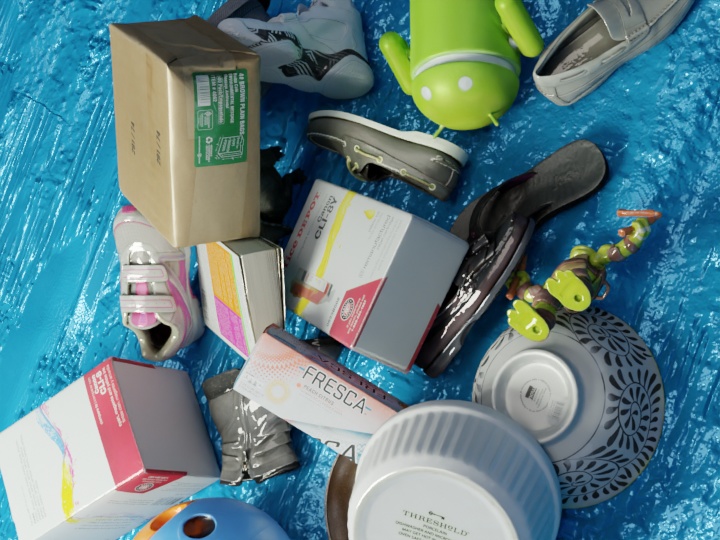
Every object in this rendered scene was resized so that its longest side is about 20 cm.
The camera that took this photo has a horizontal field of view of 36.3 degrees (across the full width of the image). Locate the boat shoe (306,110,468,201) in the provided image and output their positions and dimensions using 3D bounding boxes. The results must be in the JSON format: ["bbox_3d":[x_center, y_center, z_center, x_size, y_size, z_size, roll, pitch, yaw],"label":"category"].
[{"bbox_3d":[0.019,-0.128,1.212,0.200,0.072,0.061,18,84,28],"label":"boat shoe"}]

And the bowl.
[{"bbox_3d":[0.181,0.125,1.052,0.199,0.094,0.203,-7,77,29],"label":"bowl"}]

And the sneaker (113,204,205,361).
[{"bbox_3d":[-0.235,0.021,1.256,0.081,0.088,0.201,-6,120,17],"label":"sneaker"}]

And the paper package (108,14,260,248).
[{"bbox_3d":[-0.184,-0.149,1.155,0.190,0.103,0.202,39,133,50],"label":"paper package"}]

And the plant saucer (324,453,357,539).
[{"bbox_3d":[0.054,0.244,1.135,0.199,0.032,0.202,-7,76,28],"label":"plant saucer"}]

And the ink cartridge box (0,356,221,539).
[{"bbox_3d":[-0.295,0.217,1.273,0.199,0.145,0.145,-33,65,19],"label":"ink cartridge box"}]

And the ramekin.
[{"bbox_3d":[0.079,0.228,1.005,0.201,0.094,0.204,7,111,17],"label":"ramekin"}]

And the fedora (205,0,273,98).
[{"bbox_3d":[-0.157,-0.237,1.306,0.090,0.177,0.200,44,97,-1],"label":"fedora"}]

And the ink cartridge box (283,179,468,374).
[{"bbox_3d":[0.000,0.000,1.144,0.200,0.083,0.146,26,92,56],"label":"ink cartridge box"}]

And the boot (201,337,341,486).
[{"bbox_3d":[-0.085,0.159,1.221,0.199,0.070,0.133,-28,69,34],"label":"boot"}]

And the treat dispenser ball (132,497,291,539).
[{"bbox_3d":[-0.154,0.337,1.134,0.199,0.200,0.203,-7,76,28],"label":"treat dispenser ball"}]

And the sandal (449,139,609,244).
[{"bbox_3d":[0.160,-0.068,1.132,0.200,0.048,0.076,-38,63,18],"label":"sandal"}]

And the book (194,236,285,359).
[{"bbox_3d":[-0.138,0.022,1.206,0.200,0.048,0.135,-151,54,-61],"label":"book"}]

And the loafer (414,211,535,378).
[{"bbox_3d":[0.101,0.020,1.107,0.063,0.072,0.201,30,114,-2],"label":"loafer"}]

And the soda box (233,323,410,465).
[{"bbox_3d":[-0.025,0.134,1.095,0.199,0.064,0.069,31,96,-1],"label":"soda box"}]

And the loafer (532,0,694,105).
[{"bbox_3d":[0.258,-0.246,1.101,0.200,0.070,0.070,-44,62,15],"label":"loafer"}]

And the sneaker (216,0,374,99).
[{"bbox_3d":[-0.074,-0.270,1.234,0.075,0.199,0.116,-28,57,49],"label":"sneaker"}]

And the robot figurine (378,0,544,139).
[{"bbox_3d":[0.110,-0.239,1.157,0.174,0.115,0.202,-10,73,36],"label":"robot figurine"}]

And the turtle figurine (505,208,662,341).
[{"bbox_3d":[0.195,0.014,1.051,0.199,0.161,0.065,-24,98,32],"label":"turtle figurine"}]

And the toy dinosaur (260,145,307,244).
[{"bbox_3d":[-0.118,-0.107,1.251,0.076,0.102,0.201,-17,107,18],"label":"toy dinosaur"}]
